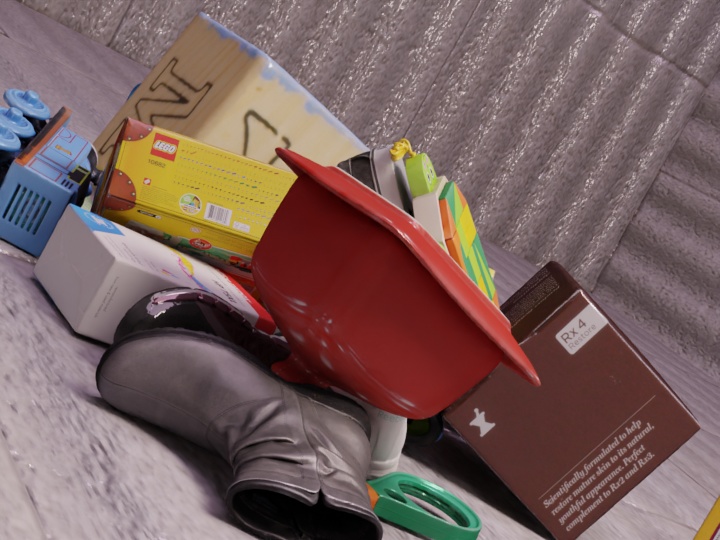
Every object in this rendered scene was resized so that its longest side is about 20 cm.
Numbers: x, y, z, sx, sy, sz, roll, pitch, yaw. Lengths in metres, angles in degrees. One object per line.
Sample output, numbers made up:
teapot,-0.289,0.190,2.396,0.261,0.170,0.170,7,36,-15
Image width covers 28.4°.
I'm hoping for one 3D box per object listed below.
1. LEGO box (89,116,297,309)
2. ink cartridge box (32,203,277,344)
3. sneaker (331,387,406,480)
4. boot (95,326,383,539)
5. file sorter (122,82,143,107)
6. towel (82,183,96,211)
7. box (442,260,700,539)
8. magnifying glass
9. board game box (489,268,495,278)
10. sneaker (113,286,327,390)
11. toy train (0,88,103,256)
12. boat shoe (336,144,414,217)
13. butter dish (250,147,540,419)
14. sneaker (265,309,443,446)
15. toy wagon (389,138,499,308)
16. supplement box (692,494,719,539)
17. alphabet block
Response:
LEGO box,-0.130,-0.039,1.236,0.199,0.078,0.149,18,-26,-14
ink cartridge box,-0.149,0.029,1.143,0.199,0.068,0.116,24,10,-38
sneaker,0.010,0.072,1.152,0.075,0.089,0.201,9,33,-19
boot,-0.078,0.109,0.911,0.198,0.070,0.132,15,25,-9
file sorter,-0.200,-0.127,1.736,0.199,0.123,0.139,22,10,-42
towel,-0.283,-0.068,1.403,0.199,0.031,0.149,21,11,-48
box,0.182,0.114,1.310,0.164,0.166,0.200,47,7,-6
magnifying glass,0.018,0.168,1.042,0.199,0.023,0.079,18,14,-47
board game box,0.040,0.020,1.564,0.199,0.057,0.166,20,-20,7
sneaker,-0.081,0.081,1.047,0.199,0.076,0.115,22,14,-48
toy train,-0.292,-0.090,1.258,0.114,0.087,0.200,31,18,-9
boat shoe,0.023,-0.008,1.234,0.071,0.063,0.202,36,40,-67
butter dish,-0.004,0.035,1.015,0.199,0.148,0.200,46,-5,-35
sneaker,-0.009,0.091,1.240,0.199,0.071,0.083,32,1,-9
toy wagon,0.075,-0.020,1.232,0.155,0.039,0.201,-60,133,-70
supplement box,0.423,0.289,1.341,0.103,0.132,0.200,20,13,-49
alphabet block,-0.136,-0.118,1.495,0.195,0.200,0.196,40,0,-34
